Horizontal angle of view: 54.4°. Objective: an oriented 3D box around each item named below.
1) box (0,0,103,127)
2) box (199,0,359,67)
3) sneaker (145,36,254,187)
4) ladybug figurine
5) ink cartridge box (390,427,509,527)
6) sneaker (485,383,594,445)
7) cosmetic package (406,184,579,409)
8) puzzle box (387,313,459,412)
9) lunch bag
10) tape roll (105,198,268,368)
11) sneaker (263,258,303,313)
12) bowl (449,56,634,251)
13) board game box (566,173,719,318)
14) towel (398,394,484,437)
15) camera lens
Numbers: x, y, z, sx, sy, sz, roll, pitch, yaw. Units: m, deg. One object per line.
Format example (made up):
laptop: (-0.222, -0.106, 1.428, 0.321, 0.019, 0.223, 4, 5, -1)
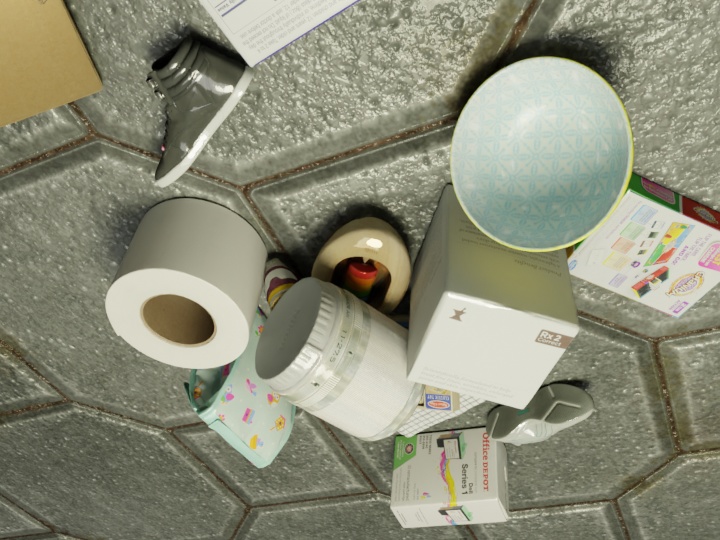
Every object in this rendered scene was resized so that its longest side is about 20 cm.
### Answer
box: (-0.390, -0.251, 0.749, 0.161, 0.021, 0.202, -23, 145, -11)
box: (-0.082, -0.329, 0.638, 0.181, 0.106, 0.201, -21, 127, 26)
sneaker: (-0.217, -0.190, 0.828, 0.098, 0.071, 0.200, 33, 125, -21)
ladybug figurine: (0.000, 0.000, 0.975, 0.133, 0.073, 0.202, 15, 136, -9)
ink cartridge box: (0.162, 0.374, 1.270, 0.196, 0.147, 0.085, -11, 133, 19)
sneaker: (0.311, 0.247, 1.186, 0.080, 0.072, 0.199, 30, 138, -33)
cosmetic package: (0.158, 0.032, 0.890, 0.161, 0.202, 0.167, 14, 134, -5)
puzzle box: (0.053, 0.132, 1.033, 0.197, 0.136, 0.025, -2, -179, 36)
lunch bag: (-0.183, 0.185, 1.097, 0.120, 0.202, 0.171, -16, 132, 23)
tape roll: (-0.238, 0.021, 0.986, 0.198, 0.141, 0.205, 5, 136, 5)
sneaker: (-0.086, 0.063, 1.051, 0.074, 0.091, 0.201, -22, 140, 0)
bowl: (0.209, -0.123, 0.780, 0.198, 0.204, 0.107, -24, 170, 29)
board game box: (0.380, -0.028, 0.912, 0.197, 0.041, 0.154, 21, 134, -12)
towel: (0.096, 0.173, 1.129, 0.165, 0.087, 0.199, 35, 128, -26)
camera lens: (-0.021, 0.120, 0.932, 0.198, 0.162, 0.159, 33, 131, -27)
